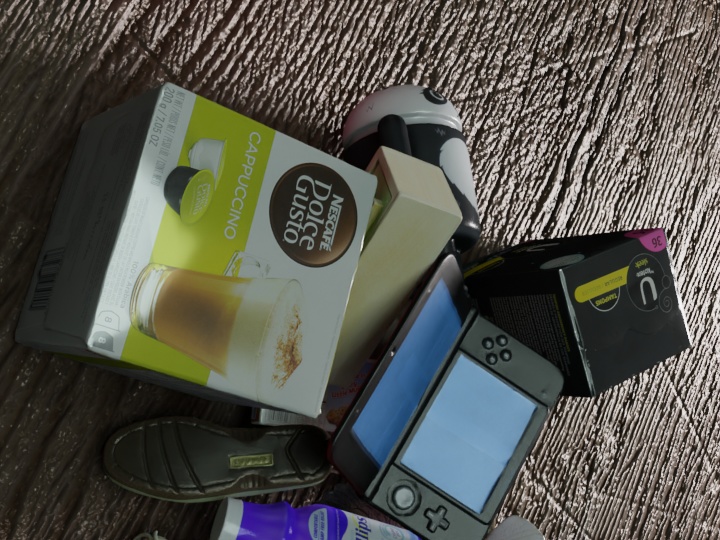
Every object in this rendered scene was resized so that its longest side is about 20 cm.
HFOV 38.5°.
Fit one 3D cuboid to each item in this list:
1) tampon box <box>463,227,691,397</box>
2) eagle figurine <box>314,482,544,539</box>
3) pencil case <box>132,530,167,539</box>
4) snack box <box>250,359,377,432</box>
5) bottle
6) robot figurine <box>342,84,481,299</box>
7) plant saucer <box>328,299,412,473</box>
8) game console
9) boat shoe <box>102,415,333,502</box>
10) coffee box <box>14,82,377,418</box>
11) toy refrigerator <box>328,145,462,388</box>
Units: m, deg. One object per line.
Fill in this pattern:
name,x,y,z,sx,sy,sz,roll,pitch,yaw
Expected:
tampon box,0.200,0.041,1.044,0.149,0.199,0.127,-20,98,-32
eagle figurine,0.063,0.287,0.989,0.199,0.151,0.152,12,101,-36
pencil case,-0.113,0.285,0.895,0.199,0.089,0.078,21,40,-29
snack box,-0.008,0.118,0.972,0.199,0.024,0.073,12,79,-31
bottle,-0.029,0.243,0.880,0.199,0.084,0.066,21,120,-13
robot figurine,0.050,-0.078,0.987,0.124,0.150,0.202,0,73,-27
plant saucer,-0.013,0.095,1.004,0.199,0.034,0.202,3,85,-33
game console,0.081,0.120,0.874,0.172,0.119,0.201,33,73,-2
boat shoe,-0.124,0.172,0.906,0.198,0.076,0.072,5,69,-10
coffee box,-0.134,-0.007,0.833,0.197,0.199,0.201,21,76,-30
toy refrigerator,0.000,0.000,0.884,0.070,0.076,0.201,18,122,-26
